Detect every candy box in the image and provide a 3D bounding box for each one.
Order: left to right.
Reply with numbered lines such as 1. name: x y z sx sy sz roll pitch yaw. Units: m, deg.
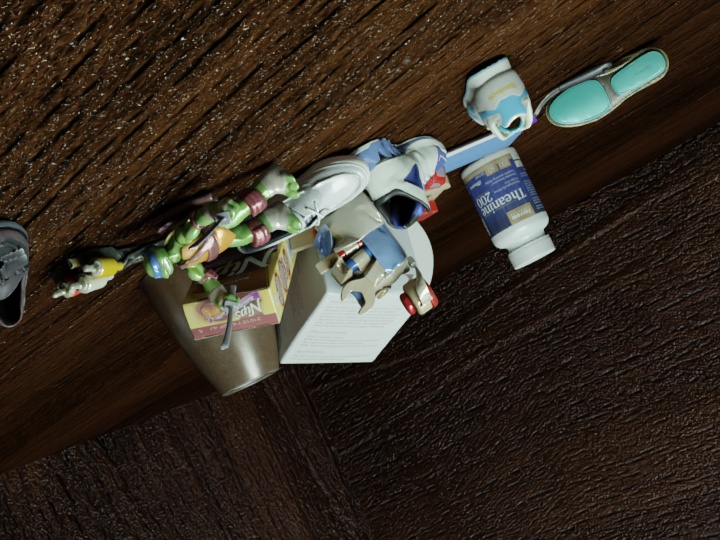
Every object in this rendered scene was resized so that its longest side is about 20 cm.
1. candy box: -0.153 0.008 1.317 0.115 0.057 0.201 -11 -153 8

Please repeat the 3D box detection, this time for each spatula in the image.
1. spatula: 0.290 -0.262 1.521 0.199 0.021 0.056 -32 156 23

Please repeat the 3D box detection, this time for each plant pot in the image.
1. plant pot: -0.203 0.076 1.496 0.185 0.202 0.187 -24 173 -3

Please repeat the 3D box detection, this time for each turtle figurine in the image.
1. turtle figurine: -0.139 -0.024 1.161 0.193 0.145 0.199 -36 -155 -26

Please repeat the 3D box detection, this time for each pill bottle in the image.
1. pill bottle: 0.269 -0.110 1.808 0.110 0.202 0.111 -25 173 -3

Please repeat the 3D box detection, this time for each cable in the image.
1. cable: -0.293 -0.002 1.229 0.097 0.051 0.199 -29 171 33

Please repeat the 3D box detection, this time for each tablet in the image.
1. tablet: 0.177 -0.194 1.653 0.198 0.014 0.130 -24 173 -12

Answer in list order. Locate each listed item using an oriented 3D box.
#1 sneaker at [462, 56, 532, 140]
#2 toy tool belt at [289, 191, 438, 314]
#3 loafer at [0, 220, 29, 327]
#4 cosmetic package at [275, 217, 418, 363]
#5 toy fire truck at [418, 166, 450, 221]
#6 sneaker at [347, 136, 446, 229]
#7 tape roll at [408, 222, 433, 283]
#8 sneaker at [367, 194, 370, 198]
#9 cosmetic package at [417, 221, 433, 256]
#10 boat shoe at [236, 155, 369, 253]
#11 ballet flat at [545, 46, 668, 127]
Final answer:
1. sneaker: 0.180 -0.207 1.301 0.076 0.082 0.200 -28 174 9
2. toy tool belt: 0.000 0.000 1.343 0.122 0.201 0.125 -34 162 -4
3. loafer: -0.359 0.007 1.012 0.071 0.064 0.200 -23 172 -21
4. cosmetic package: -0.030 0.019 1.507 0.165 0.168 0.200 3 145 -28
5. toy fire truck: 0.092 -0.128 1.596 0.139 0.049 0.200 -11 167 -32
6. sneaker: 0.059 -0.116 1.389 0.080 0.116 0.198 -28 172 33
7. tape roll: 0.031 -0.008 1.737 0.201 0.206 0.037 -23 -163 -20
8. sneaker: -0.034 -0.052 1.617 0.198 0.090 0.079 -23 171 -23
9. cosmetic package: -0.001 -0.016 1.866 0.198 0.124 0.199 -22 172 -20
10. boat shoe: -0.077 -0.080 1.292 0.197 0.069 0.072 -20 130 7
11. ballet flat: 0.380 -0.281 1.556 0.198 0.071 0.071 -28 172 14
